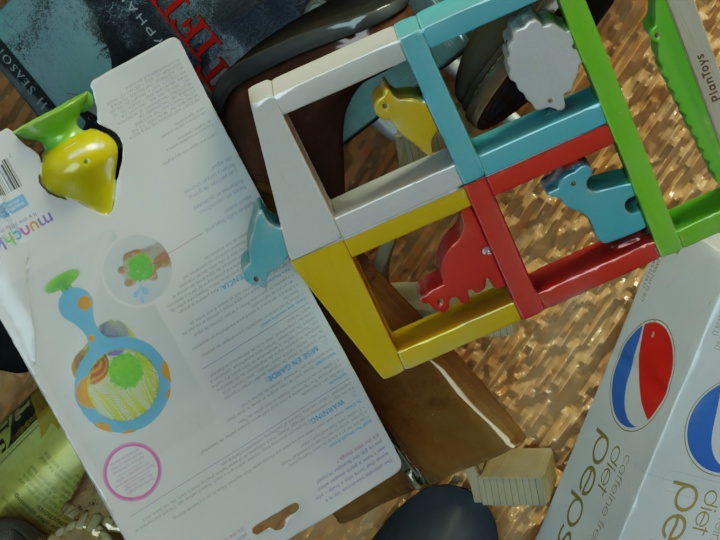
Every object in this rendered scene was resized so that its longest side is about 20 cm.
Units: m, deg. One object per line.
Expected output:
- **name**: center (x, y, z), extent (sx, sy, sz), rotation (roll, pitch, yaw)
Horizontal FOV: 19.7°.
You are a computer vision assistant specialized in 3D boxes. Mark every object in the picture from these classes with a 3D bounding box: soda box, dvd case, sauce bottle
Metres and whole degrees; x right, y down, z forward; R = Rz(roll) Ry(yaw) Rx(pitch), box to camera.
- **soda box**: center (0.139, 0.084, 0.921), extent (0.063, 0.068, 0.201), rotation (16, 102, -22)
- **dvd case**: center (-0.062, -0.102, 0.897), extent (0.200, 0.022, 0.146), rotation (-34, 97, 35)
- **sauce bottle**: center (-0.154, 0.103, 0.957), extent (0.200, 0.065, 0.065), rotation (-44, 94, 9)

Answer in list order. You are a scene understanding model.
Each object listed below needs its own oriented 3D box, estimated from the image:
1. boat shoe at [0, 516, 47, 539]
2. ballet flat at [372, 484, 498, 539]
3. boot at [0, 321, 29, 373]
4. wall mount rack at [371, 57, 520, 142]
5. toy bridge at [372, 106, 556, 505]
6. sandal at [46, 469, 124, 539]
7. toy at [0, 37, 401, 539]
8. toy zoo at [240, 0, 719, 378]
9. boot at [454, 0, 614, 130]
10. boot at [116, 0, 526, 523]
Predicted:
- **boat shoe**: center (-0.160, 0.200, 0.942), extent (0.073, 0.075, 0.201), rotation (-7, 122, 3)
- **ballet flat**: center (0.005, 0.194, 0.958), extent (0.073, 0.073, 0.201), rotation (28, 101, -1)
- **boot**: center (-0.176, -0.045, 0.854), extent (0.153, 0.074, 0.205), rotation (3, 108, -9)
- **wall mount rack**: center (0.093, -0.112, 0.895), extent (0.174, 0.075, 0.200), rotation (41, 101, -3)
- **toy bridge**: center (0.038, 0.017, 0.915), extent (0.067, 0.027, 0.201), rotation (-3, 121, 20)
- **sandal**: center (-0.092, 0.093, 0.881), extent (0.077, 0.212, 0.070), rotation (8, 115, 30)
- **toy**: center (-0.080, 0.021, 0.837), extent (0.115, 0.047, 0.201), rotation (-31, 105, -14)
- **toy zoo**: center (0.045, -0.040, 0.803), extent (0.199, 0.020, 0.132), rotation (-24, 116, 5)
- **boot**: center (0.073, -0.160, 0.831), extent (0.097, 0.075, 0.200), rotation (34, 95, 15)
- **boot**: center (0.000, 0.000, 0.861), extent (0.188, 0.068, 0.200), rotation (-33, 97, 32)
